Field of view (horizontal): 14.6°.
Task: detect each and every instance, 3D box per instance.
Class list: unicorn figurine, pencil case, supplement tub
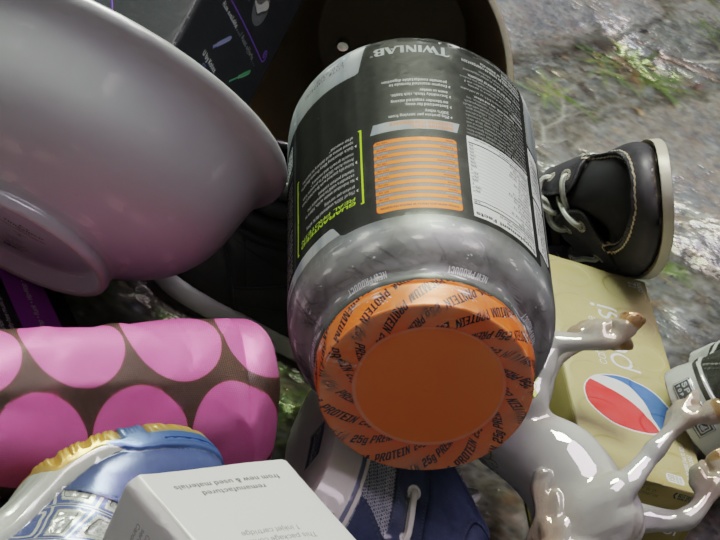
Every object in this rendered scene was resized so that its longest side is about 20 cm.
[{"bbox_3d":[0.104,0.093,1.306,0.137,0.074,0.200,-33,44,-16],"label":"unicorn figurine"},{"bbox_3d":[-0.135,0.067,1.245,0.200,0.094,0.091,2,80,-36],"label":"pencil case"},{"bbox_3d":[0.026,-0.008,1.301,0.122,0.123,0.200,17,36,-13],"label":"supplement tub"}]

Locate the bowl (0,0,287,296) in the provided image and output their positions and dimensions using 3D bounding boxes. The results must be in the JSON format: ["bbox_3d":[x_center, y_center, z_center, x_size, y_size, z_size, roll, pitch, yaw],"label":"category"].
[{"bbox_3d":[-0.142,-0.050,1.316,0.201,0.201,0.090,26,71,4],"label":"bowl"}]

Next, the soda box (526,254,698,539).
[{"bbox_3d":[0.120,0.073,1.446,0.068,0.064,0.200,16,30,-14],"label":"soda box"}]

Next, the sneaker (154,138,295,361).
[{"bbox_3d":[0.000,0.000,1.443,0.200,0.099,0.071,24,26,-3],"label":"sneaker"}]

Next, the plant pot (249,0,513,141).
[{"bbox_3d":[0.006,-0.122,1.602,0.187,0.187,0.200,26,14,4],"label":"plant pot"}]

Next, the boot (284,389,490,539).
[{"bbox_3d":[0.016,0.097,1.338,0.090,0.073,0.200,34,30,-10],"label":"boot"}]

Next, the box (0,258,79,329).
[{"bbox_3d":[-0.241,0.001,1.328,0.200,0.036,0.143,8,31,-29],"label":"box"}]

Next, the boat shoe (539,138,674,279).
[{"bbox_3d":[0.122,-0.027,1.541,0.063,0.073,0.200,-2,-7,-11],"label":"boat shoe"}]

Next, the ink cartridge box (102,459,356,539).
[{"bbox_3d":[-0.027,0.190,1.047,0.083,0.147,0.200,-4,39,-43],"label":"ink cartridge box"}]

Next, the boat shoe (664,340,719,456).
[{"bbox_3d":[0.210,0.063,1.470,0.071,0.064,0.200,62,12,5],"label":"boat shoe"}]

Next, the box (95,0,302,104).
[{"bbox_3d":[-0.103,-0.157,1.432,0.122,0.200,0.106,19,-20,22],"label":"box"}]

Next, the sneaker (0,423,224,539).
[{"bbox_3d":[-0.123,0.131,1.147,0.200,0.075,0.088,-24,51,-36],"label":"sneaker"}]
